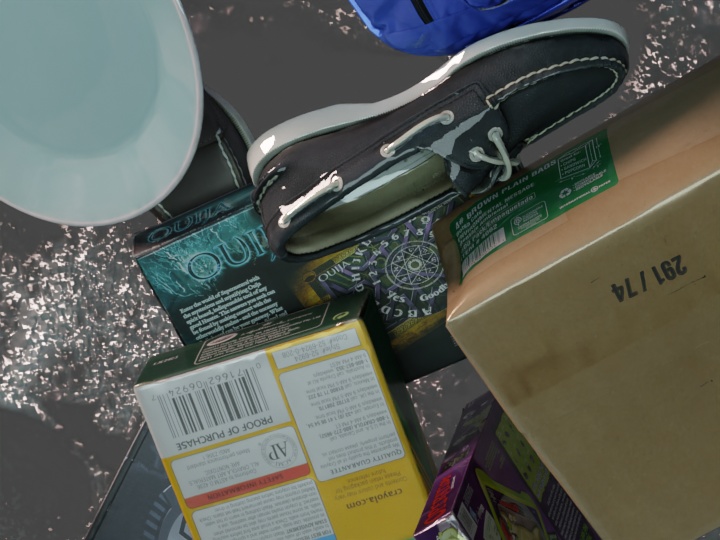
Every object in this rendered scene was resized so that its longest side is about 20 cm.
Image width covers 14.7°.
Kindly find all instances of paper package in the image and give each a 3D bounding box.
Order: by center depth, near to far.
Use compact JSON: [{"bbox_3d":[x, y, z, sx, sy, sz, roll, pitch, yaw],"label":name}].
[{"bbox_3d":[0.166,0.016,1.372,0.200,0.104,0.191,-30,115,14],"label":"paper package"}]

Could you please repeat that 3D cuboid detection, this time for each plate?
[{"bbox_3d":[-0.158,-0.116,1.398,0.200,0.026,0.200,16,125,24],"label":"plate"}]

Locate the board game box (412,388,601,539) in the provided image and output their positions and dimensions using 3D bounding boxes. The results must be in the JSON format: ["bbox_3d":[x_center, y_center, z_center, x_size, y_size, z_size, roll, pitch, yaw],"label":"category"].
[{"bbox_3d":[0.081,0.141,1.401,0.032,0.200,0.120,-35,97,17],"label":"board game box"}]

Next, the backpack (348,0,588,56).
[{"bbox_3d":[0.069,-0.197,1.333,0.200,0.168,0.163,-19,96,20],"label":"backpack"}]

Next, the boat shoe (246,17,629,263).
[{"bbox_3d":[0.042,-0.060,1.347,0.200,0.076,0.060,-24,58,16],"label":"boat shoe"}]

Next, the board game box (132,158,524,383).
[{"bbox_3d":[0.000,0.000,1.442,0.200,0.028,0.135,-23,117,10],"label":"board game box"}]

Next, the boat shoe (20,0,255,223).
[{"bbox_3d":[-0.115,-0.086,1.442,0.072,0.061,0.201,-31,98,15],"label":"boat shoe"}]

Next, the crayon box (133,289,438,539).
[{"bbox_3d":[-0.022,0.124,1.439,0.126,0.052,0.200,-17,105,12],"label":"crayon box"}]

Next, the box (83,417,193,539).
[{"bbox_3d":[-0.056,0.182,1.514,0.200,0.044,0.160,29,107,0],"label":"box"}]
